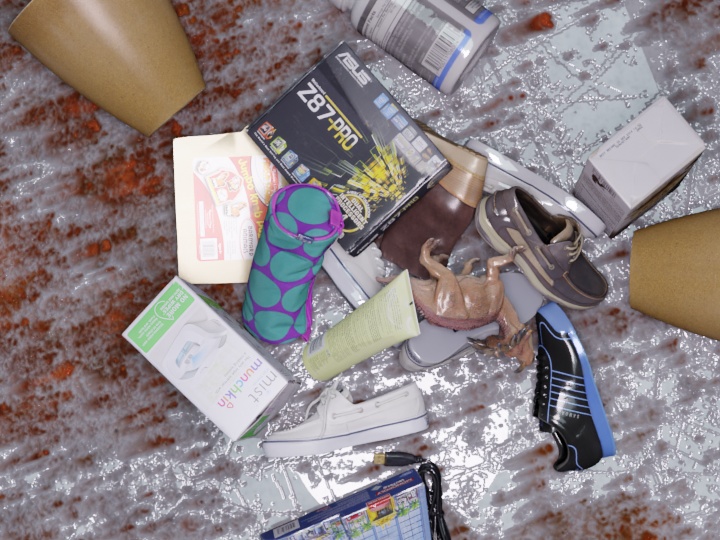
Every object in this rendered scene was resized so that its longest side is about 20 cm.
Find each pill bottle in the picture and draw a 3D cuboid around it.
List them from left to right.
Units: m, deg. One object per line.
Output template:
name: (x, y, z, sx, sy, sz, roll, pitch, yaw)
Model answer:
pill bottle: (0.060, -0.314, 1.749, 0.199, 0.114, 0.114, 37, 86, 5)

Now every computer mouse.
computer mouse: (0.009, 0.288, 1.719, 0.198, 0.046, 0.142, -3, 85, 1)

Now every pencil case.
pencil case: (-0.080, -0.004, 1.677, 0.092, 0.201, 0.085, 20, 47, 1)

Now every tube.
tube: (0.005, 0.073, 1.675, 0.058, 0.200, 0.052, 47, 48, -7)

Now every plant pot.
plant pot: (-0.284, -0.266, 1.723, 0.186, 0.186, 0.200, -40, 98, -3)
plant pot: (0.418, 0.002, 1.689, 0.198, 0.186, 0.188, 4, 84, 14)

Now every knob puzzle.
knob puzzle: (-0.127, -0.078, 1.767, 0.217, 0.030, 0.222, -1, 94, -9)

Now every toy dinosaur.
toy dinosaur: (0.119, 0.042, 1.652, 0.198, 0.086, 0.137, 6, 74, -11)

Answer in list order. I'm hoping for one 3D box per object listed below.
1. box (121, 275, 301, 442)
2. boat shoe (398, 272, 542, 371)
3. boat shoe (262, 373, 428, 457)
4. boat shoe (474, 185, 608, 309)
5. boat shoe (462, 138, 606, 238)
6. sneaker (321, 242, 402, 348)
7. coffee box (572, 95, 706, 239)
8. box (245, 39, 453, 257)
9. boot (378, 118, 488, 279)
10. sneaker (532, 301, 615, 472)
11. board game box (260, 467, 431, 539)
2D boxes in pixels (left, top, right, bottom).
box: (-0.164, 0.103, 1.666, 0.176, 0.200, 0.097, 43, 87, 4)
boat shoe: (0.129, 0.066, 1.729, 0.199, 0.070, 0.071, -29, 81, -27)
boat shoe: (-0.023, 0.166, 1.716, 0.200, 0.075, 0.087, -11, 90, -3)
boat shoe: (0.224, -0.026, 1.694, 0.199, 0.073, 0.075, 35, 46, -21)
boat shoe: (0.199, -0.084, 1.744, 0.199, 0.072, 0.066, 32, 90, 5)
sneaker: (0.000, 0.000, 1.733, 0.071, 0.073, 0.200, -38, 91, -4)
coffee box: (0.320, -0.115, 1.679, 0.113, 0.200, 0.080, -39, 81, -2)
box: (-0.013, -0.142, 1.696, 0.161, 0.049, 0.200, -40, 77, 5)
boot: (0.049, -0.095, 1.746, 0.199, 0.072, 0.167, 30, 105, 28)
sneaker: (0.236, 0.141, 1.716, 0.077, 0.070, 0.202, -20, 88, -7)
board game box: (0.012, 0.363, 1.673, 0.199, 0.062, 0.201, -23, 102, -4)
